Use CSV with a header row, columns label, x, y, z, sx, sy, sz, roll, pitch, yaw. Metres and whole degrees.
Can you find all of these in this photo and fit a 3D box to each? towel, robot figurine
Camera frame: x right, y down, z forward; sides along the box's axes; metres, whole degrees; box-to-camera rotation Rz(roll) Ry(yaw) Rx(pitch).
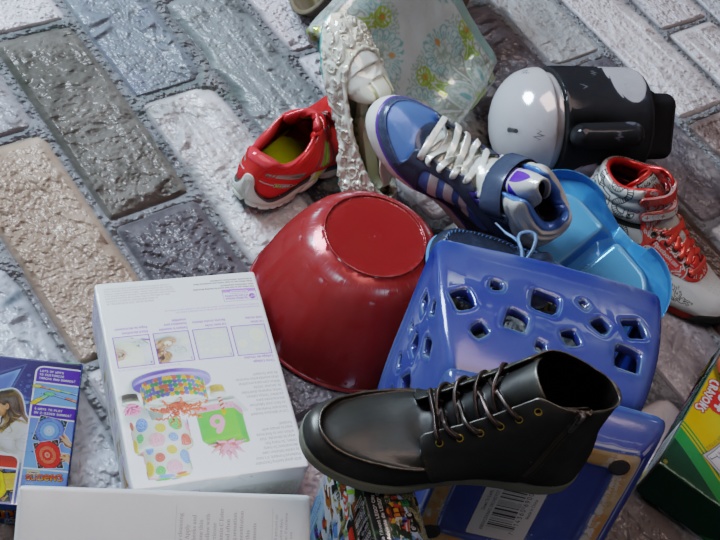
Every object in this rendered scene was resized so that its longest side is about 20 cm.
label,x,y,z,sx,sy,sz,roll,pitch,yaw
towel,0.052,-0.229,1.258,0.200,0.048,0.171,51,60,-27
robot figurine,0.237,-0.156,1.295,0.199,0.150,0.125,-1,65,-15

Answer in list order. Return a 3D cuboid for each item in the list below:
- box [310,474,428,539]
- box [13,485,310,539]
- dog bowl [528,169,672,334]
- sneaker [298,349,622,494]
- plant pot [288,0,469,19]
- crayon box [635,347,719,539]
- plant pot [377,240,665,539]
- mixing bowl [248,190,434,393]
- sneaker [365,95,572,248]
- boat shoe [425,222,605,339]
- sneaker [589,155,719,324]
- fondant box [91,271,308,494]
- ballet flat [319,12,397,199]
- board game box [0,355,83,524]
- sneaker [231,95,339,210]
label,x,y,z,sx,sy,sz,roll,pitch,yaw
box,0.001,0.215,0.870,0.038,0.200,0.137,-3,53,-17
box,-0.146,0.210,0.860,0.199,0.124,0.098,5,74,-14
dog bowl,0.225,-0.009,1.193,0.111,0.050,0.200,-39,66,4
sneaker,0.064,0.090,0.785,0.199,0.106,0.075,4,51,-13
plant pot,0.036,-0.359,1.370,0.173,0.200,0.201,16,47,-27
crayon box,0.376,0.177,1.115,0.172,0.058,0.200,35,50,11
plant pot,0.124,0.120,0.965,0.199,0.200,0.180,14,37,-6
mixing bowl,0.000,0.000,1.105,0.199,0.109,0.201,9,50,-10
sneaker,0.111,-0.098,1.110,0.200,0.146,0.081,44,68,-20
boat shoe,0.155,0.003,1.087,0.199,0.069,0.084,16,72,-27
sneaker,0.312,-0.034,1.232,0.201,0.108,0.067,38,51,13
fondant box,-0.140,0.100,1.012,0.144,0.058,0.200,-4,53,-21
ballet flat,0.008,-0.154,1.176,0.071,0.201,0.072,-6,25,3
board game box,-0.326,0.126,0.943,0.199,0.035,0.136,8,51,-13
sneaker,-0.048,-0.135,1.212,0.077,0.085,0.200,36,51,11
